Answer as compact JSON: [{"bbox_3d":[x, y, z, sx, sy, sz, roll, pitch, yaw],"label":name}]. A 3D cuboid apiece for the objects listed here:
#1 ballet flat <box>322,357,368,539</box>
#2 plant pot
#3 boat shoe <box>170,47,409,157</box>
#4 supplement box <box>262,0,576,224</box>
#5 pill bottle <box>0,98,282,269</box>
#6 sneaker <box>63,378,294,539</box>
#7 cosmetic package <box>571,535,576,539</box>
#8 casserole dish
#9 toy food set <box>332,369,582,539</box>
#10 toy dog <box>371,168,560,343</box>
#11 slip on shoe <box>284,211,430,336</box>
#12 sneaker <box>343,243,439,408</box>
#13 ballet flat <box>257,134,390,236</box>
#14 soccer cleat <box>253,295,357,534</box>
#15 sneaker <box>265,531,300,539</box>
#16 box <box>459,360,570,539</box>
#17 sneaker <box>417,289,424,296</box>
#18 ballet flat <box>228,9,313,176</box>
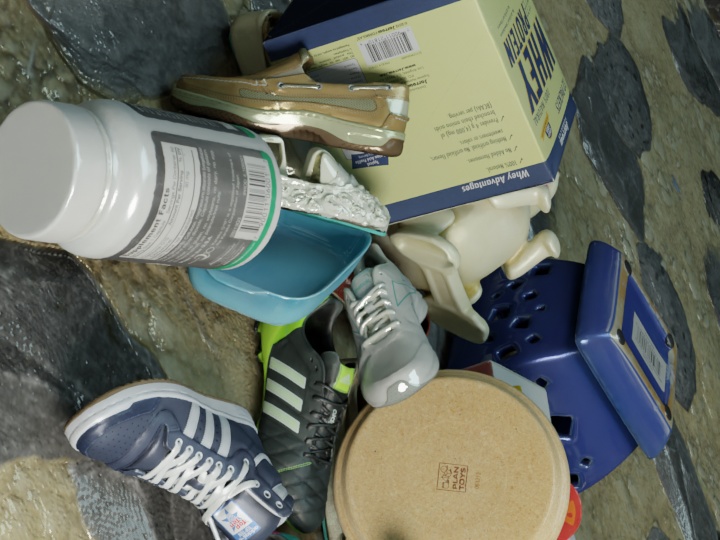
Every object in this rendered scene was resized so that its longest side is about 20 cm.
[{"bbox_3d":[-0.003,0.167,1.296,0.067,0.062,0.201,25,51,-57],"label":"ballet flat"},{"bbox_3d":[0.223,0.101,1.610,0.200,0.179,0.200,56,30,-25],"label":"plant pot"},{"bbox_3d":[-0.056,-0.149,1.278,0.072,0.199,0.076,-91,-168,-85],"label":"boat shoe"},{"bbox_3d":[0.057,-0.170,1.346,0.200,0.199,0.134,63,29,-25],"label":"supplement box"},{"bbox_3d":[-0.160,-0.062,1.097,0.200,0.113,0.114,7,66,-51],"label":"pill bottle"},{"bbox_3d":[-0.117,0.143,1.068,0.200,0.070,0.109,20,36,-59],"label":"sneaker"},{"bbox_3d":[0.167,0.300,1.500,0.113,0.081,0.201,-30,98,-63],"label":"cosmetic package"},{"bbox_3d":[-0.069,-0.009,1.260,0.200,0.121,0.039,-46,155,-60],"label":"casserole dish"},{"bbox_3d":[0.077,0.176,1.241,0.049,0.197,0.201,79,2,-65],"label":"toy food set"},{"bbox_3d":[0.109,-0.055,1.471,0.200,0.194,0.140,-46,126,-23],"label":"toy dog"},{"bbox_3d":[0.000,0.000,1.401,0.200,0.061,0.074,53,53,-31],"label":"slip on shoe"},{"bbox_3d":[0.016,0.046,1.282,0.080,0.070,0.200,58,10,-23],"label":"sneaker"},{"bbox_3d":[-0.060,-0.075,1.252,0.199,0.072,0.072,11,57,-22],"label":"ballet flat"},{"bbox_3d":[-0.042,0.112,1.241,0.067,0.081,0.201,31,46,-50],"label":"soccer cleat"},{"bbox_3d":[-0.058,0.272,1.099,0.121,0.083,0.200,48,26,-44],"label":"sneaker"},{"bbox_3d":[0.089,0.203,1.342,0.106,0.152,0.201,28,47,-51],"label":"box"},{"bbox_3d":[0.075,-0.051,1.570,0.075,0.076,0.201,18,55,-55],"label":"sneaker"},{"bbox_3d":[-0.064,-0.145,1.391,0.069,0.069,0.201,-19,90,-63],"label":"ballet flat"}]
